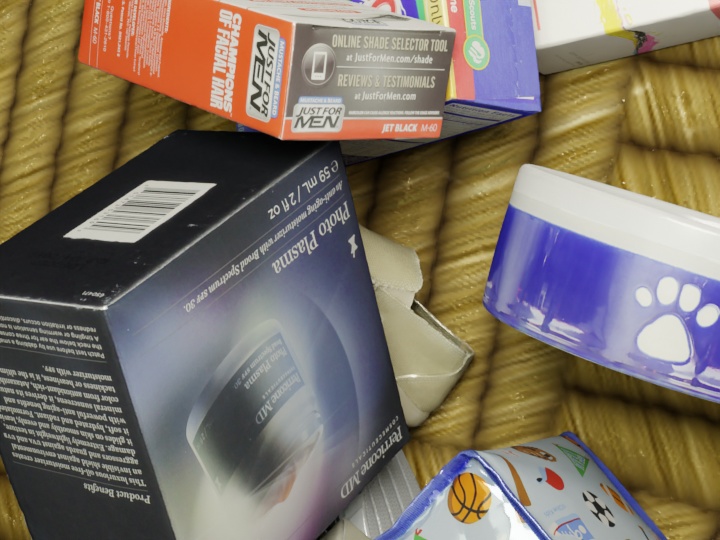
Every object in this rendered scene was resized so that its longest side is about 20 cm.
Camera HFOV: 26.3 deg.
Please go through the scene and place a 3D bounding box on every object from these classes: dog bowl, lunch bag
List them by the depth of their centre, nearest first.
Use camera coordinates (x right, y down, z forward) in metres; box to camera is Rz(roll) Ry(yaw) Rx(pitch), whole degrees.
[{"bbox_3d":[0.167,0.010,0.802,0.200,0.200,0.079,20,98,25],"label":"dog bowl"},{"bbox_3d":[0.121,0.191,0.832,0.124,0.170,0.200,-47,68,19],"label":"lunch bag"}]

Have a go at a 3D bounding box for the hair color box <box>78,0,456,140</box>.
[{"bbox_3d":[-0.057,-0.123,0.850,0.200,0.111,0.064,23,111,47],"label":"hair color box"}]

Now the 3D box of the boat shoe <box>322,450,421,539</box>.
[{"bbox_3d":[-0.012,0.132,0.960,0.071,0.072,0.200,-30,64,29],"label":"boat shoe"}]

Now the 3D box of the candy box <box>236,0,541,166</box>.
[{"bbox_3d":[0.006,-0.158,0.919,0.200,0.077,0.169,-12,81,48],"label":"candy box"}]

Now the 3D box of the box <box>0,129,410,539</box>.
[{"bbox_3d":[-0.086,0.054,0.819,0.123,0.200,0.199,6,121,34],"label":"box"}]

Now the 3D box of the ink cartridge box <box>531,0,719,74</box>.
[{"bbox_3d":[0.142,-0.186,0.899,0.200,0.067,0.117,-11,82,25],"label":"ink cartridge box"}]

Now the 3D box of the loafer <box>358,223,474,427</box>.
[{"bbox_3d":[0.000,0.000,0.932,0.068,0.076,0.200,-33,107,2],"label":"loafer"}]

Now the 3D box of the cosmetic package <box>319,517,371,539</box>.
[{"bbox_3d":[0.032,0.247,0.859,0.200,0.103,0.087,43,108,-10],"label":"cosmetic package"}]
